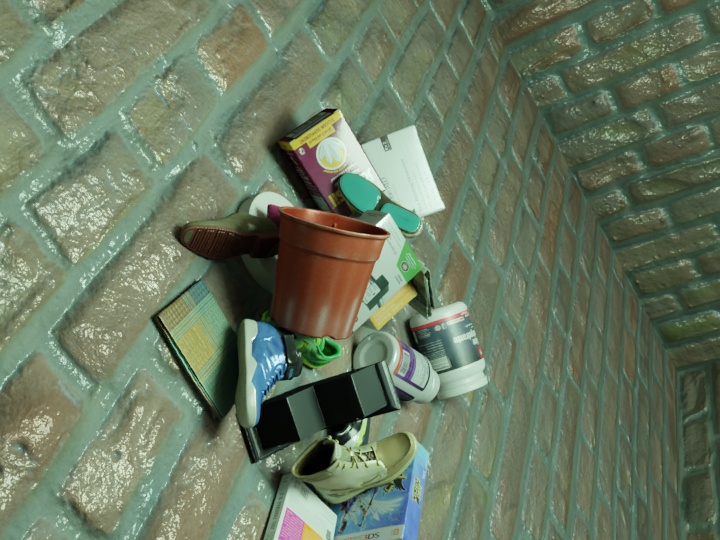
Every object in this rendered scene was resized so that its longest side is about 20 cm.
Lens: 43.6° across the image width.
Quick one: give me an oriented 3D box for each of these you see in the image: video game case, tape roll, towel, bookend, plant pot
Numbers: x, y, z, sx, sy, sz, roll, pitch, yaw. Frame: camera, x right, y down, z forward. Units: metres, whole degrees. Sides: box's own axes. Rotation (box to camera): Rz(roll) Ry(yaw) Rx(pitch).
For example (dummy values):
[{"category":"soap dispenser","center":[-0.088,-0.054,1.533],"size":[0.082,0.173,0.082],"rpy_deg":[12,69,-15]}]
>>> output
[{"category":"video game case","center":[0.025,0.416,1.613],"size":[0.045,0.181,0.200],"rpy_deg":[51,35,-31]},{"category":"tape roll","center":[-0.161,-0.052,1.729],"size":[0.203,0.037,0.203],"rpy_deg":[37,43,-45]},{"category":"towel","center":[-0.252,0.129,1.492],"size":[0.200,0.022,0.147],"rpy_deg":[61,30,-13]},{"category":"bookend","center":[-0.067,0.241,1.548],"size":[0.199,0.200,0.092],"rpy_deg":[-13,84,-61]},{"category":"towel","center":[0.084,-0.003,1.918],"size":[0.200,0.035,0.193],"rpy_deg":[41,-22,28]},{"category":"plant pot","center":[-0.067,0.007,1.570],"size":[0.201,0.200,0.196],"rpy_deg":[-3,110,-59]}]

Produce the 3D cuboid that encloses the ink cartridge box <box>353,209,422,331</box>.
[{"category":"ink cartridge box","center":[0.000,0.000,1.748],"size":[0.200,0.083,0.147],"rpy_deg":[-43,117,-19]}]

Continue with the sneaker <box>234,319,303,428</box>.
[{"category":"sneaker","center":[-0.146,0.173,1.491],"size":[0.111,0.077,0.200],"rpy_deg":[10,45,-18]}]

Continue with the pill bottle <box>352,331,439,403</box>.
[{"category":"pill bottle","center":[0.083,0.213,1.900],"size":[0.200,0.111,0.112],"rpy_deg":[36,44,-45]}]

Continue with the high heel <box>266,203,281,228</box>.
[{"category":"high heel","center":[-0.110,-0.091,1.739],"size":[0.200,0.067,0.096],"rpy_deg":[-17,88,-54]}]

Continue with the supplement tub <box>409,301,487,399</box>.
[{"category":"supplement tub","center":[0.206,0.184,2.090],"size":[0.140,0.140,0.200],"rpy_deg":[-14,84,-60]}]

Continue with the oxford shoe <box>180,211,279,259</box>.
[{"category":"oxford shoe","center":[-0.231,-0.067,1.585],"size":[0.200,0.070,0.075],"rpy_deg":[7,44,-39]}]

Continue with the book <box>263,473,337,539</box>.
[{"category":"book","center":[-0.106,0.461,1.510],"size":[0.134,0.048,0.200],"rpy_deg":[52,33,-27]}]

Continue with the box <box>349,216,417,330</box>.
[{"category":"box","center":[0.006,0.005,1.859],"size":[0.124,0.097,0.200],"rpy_deg":[-42,114,-19]}]

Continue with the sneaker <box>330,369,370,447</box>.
[{"category":"sneaker","center":[-0.025,0.263,1.731],"size":[0.083,0.072,0.200],"rpy_deg":[30,38,-26]}]

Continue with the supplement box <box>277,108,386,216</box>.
[{"category":"supplement box","center":[-0.060,-0.219,1.873],"size":[0.200,0.131,0.103],"rpy_deg":[57,-11,-20]}]

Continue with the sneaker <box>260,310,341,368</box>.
[{"category":"sneaker","center":[-0.109,0.120,1.666],"size":[0.200,0.083,0.074],"rpy_deg":[32,47,-46]}]

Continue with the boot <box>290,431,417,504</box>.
[{"category":"boot","center":[-0.008,0.324,1.556],"size":[0.155,0.200,0.072],"rpy_deg":[52,10,-52]}]

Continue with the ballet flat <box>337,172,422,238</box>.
[{"category":"ballet flat","center":[0.037,-0.125,1.827],"size":[0.200,0.068,0.067],"rpy_deg":[37,-8,11]}]

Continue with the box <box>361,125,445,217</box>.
[{"category":"box","center":[0.080,-0.204,2.035],"size":[0.200,0.130,0.199],"rpy_deg":[-168,-124,-83]}]
